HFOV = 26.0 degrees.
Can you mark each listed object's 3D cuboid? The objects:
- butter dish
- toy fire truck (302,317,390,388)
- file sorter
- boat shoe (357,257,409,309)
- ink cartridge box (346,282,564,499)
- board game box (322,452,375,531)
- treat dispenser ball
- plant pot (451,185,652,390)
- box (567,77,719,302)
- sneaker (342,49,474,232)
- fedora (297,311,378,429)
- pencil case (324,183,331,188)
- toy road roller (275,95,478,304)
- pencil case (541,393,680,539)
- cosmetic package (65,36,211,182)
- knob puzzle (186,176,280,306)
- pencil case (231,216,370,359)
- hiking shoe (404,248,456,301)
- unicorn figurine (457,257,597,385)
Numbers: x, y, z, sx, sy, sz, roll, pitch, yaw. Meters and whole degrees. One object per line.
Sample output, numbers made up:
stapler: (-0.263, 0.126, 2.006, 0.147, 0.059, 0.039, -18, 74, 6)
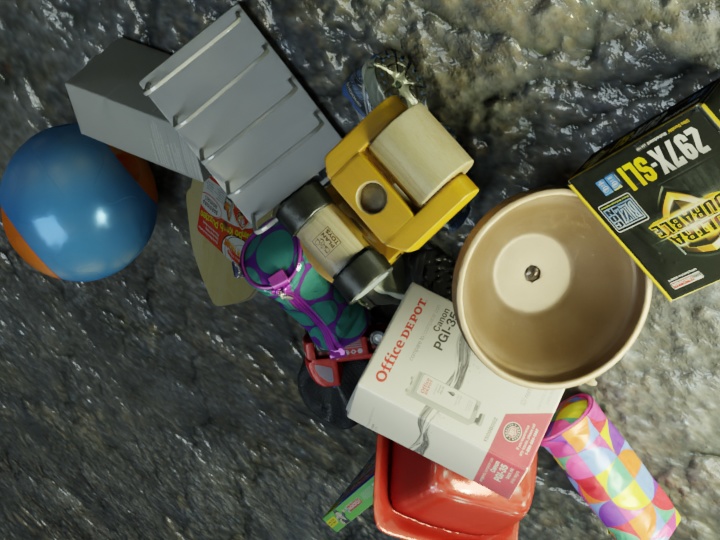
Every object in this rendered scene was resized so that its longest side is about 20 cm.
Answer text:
butter dish: (0.128, 0.203, 1.745, 0.199, 0.200, 0.148, 18, 151, -26)
toy fire truck: (0.037, 0.129, 1.870, 0.199, 0.049, 0.142, -7, 107, 6)
file sorter: (-0.122, -0.160, 1.660, 0.200, 0.139, 0.125, 52, -177, -13)
boat shoe: (0.001, 0.003, 1.714, 0.060, 0.072, 0.202, -20, 163, 16)
ink cartridge box: (0.105, 0.127, 1.653, 0.199, 0.147, 0.083, 26, 149, 6)
board game box: (0.031, 0.255, 2.013, 0.029, 0.135, 0.200, 42, 147, 1)
treat dispenser ball: (-0.357, -0.087, 1.980, 0.200, 0.201, 0.201, 28, 144, 22)
plant pot: (0.184, 0.011, 1.563, 0.201, 0.201, 0.093, 52, -179, -14)
box: (0.307, -0.068, 1.430, 0.160, 0.049, 0.200, 49, 147, -6)
sneaker: (0.048, -0.129, 1.614, 0.085, 0.077, 0.201, -15, 107, 48)
fedora: (-0.019, 0.133, 1.964, 0.200, 0.092, 0.201, 28, 145, 22)
pencil case: (-0.059, -0.045, 1.819, 0.089, 0.078, 0.200, 40, 149, -15)
toy road roller: (0.024, -0.070, 1.553, 0.200, 0.146, 0.123, -43, 83, 16)
pencil case: (0.280, 0.237, 1.773, 0.088, 0.088, 0.200, -16, 114, 53)
cosmetic package: (-0.233, -0.190, 1.817, 0.199, 0.107, 0.090, 22, 142, 32)
knob puzzle: (-0.148, -0.050, 1.857, 0.219, 0.030, 0.221, 14, 108, 52)
pencil case: (-0.061, 0.021, 1.751, 0.085, 0.093, 0.200, -14, 151, 19)
hiking shoe: (0.097, 0.064, 1.778, 0.100, 0.076, 0.200, -13, 119, 49)
unicorn figurine: (0.186, 0.038, 1.671, 0.199, 0.074, 0.138, 24, 145, 0)
